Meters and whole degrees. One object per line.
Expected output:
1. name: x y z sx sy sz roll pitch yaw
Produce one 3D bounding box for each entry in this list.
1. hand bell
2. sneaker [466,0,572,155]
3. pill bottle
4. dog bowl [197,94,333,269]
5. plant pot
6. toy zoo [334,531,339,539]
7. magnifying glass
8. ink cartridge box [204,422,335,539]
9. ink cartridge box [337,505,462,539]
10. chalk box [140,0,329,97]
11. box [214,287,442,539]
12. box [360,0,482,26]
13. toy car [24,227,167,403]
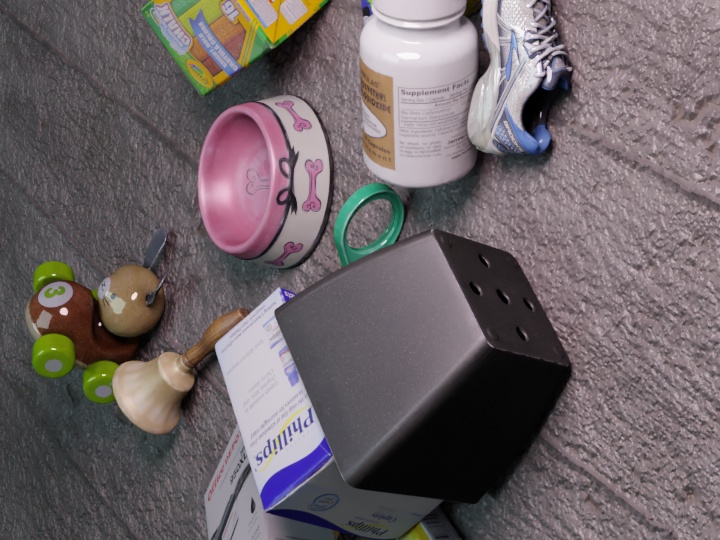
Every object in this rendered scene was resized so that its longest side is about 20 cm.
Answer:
1. hand bell: -0.203 0.103 1.987 0.200 0.103 0.105 -41 57 31
2. sneaker: 0.160 -0.200 1.503 0.085 0.077 0.202 22 114 41
3. pill bottle: 0.056 -0.190 1.546 0.114 0.113 0.202 42 144 45
4. dog bowl: -0.115 -0.102 1.863 0.199 0.073 0.203 -1 89 54
5. plant pot: 0.072 0.078 1.514 0.177 0.198 0.201 -42 55 27
6. toy zoo: -0.046 0.226 1.751 0.201 0.020 0.132 -104 33 -49
7. magnifying glass: 0.000 0.000 1.713 0.022 0.079 0.202 44 133 40
8. ink cartridge box: -0.098 0.267 1.714 0.201 0.083 0.145 -104 34 -50
9. ink cartridge box: 0.021 0.302 1.691 0.198 0.047 0.201 53 128 41
10. chalk box: -0.152 -0.290 1.840 0.125 0.124 0.199 52 141 -10
11. box: -0.025 0.144 1.598 0.105 0.183 0.201 -40 50 25
12. box: 0.083 -0.286 1.598 0.199 0.069 0.065 -26 66 51
13. toy car: -0.314 0.036 2.083 0.200 0.157 0.165 -41 37 25
